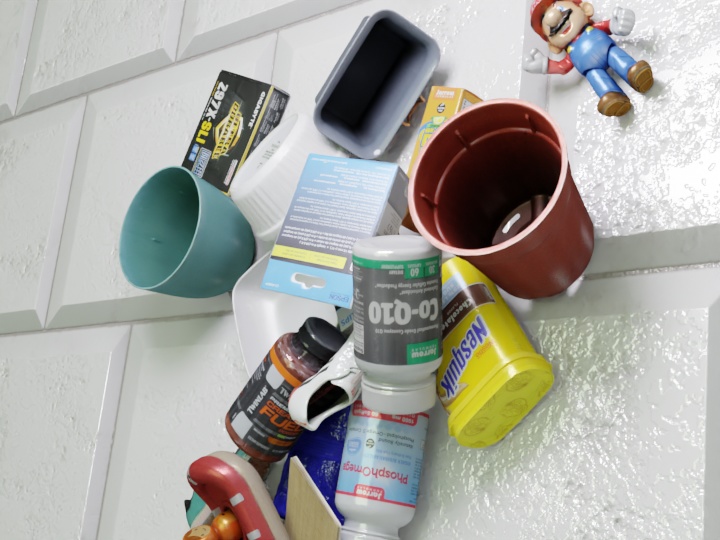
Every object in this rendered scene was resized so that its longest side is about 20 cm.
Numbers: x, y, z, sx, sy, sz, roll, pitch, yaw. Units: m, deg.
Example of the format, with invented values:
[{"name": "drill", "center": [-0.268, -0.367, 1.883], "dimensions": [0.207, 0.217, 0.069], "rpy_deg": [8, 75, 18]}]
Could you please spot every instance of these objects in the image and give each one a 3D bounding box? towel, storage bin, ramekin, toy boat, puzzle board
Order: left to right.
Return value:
[{"name": "toy boat", "center": [-0.188, 0.355, 1.506], "dimensions": [0.202, 0.129, 0.131], "rpy_deg": [61, 150, 9]}, {"name": "ramekin", "center": [-0.113, -0.148, 1.655], "dimensions": [0.202, 0.094, 0.203], "rpy_deg": [-43, 18, 18]}, {"name": "puzzle board", "center": [-0.065, 0.373, 1.459], "dimensions": [0.151, 0.017, 0.203], "rpy_deg": [45, 136, 51]}, {"name": "towel", "center": [-0.052, 0.265, 1.539], "dimensions": [0.146, 0.049, 0.204], "rpy_deg": [5, 78, 44]}, {"name": "storage bin", "center": [0.020, -0.283, 1.631], "dimensions": [0.202, 0.144, 0.135], "rpy_deg": [-57, 20, 11]}]

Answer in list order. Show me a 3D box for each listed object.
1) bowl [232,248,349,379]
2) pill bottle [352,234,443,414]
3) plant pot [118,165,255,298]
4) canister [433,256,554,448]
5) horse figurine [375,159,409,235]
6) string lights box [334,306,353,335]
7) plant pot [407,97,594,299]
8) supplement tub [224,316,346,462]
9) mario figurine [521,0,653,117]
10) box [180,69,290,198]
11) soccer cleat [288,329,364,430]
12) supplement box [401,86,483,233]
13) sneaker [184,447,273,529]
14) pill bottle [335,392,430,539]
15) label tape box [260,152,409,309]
[{"name": "bowl", "center": [-0.093, 0.061, 1.635], "dimensions": [0.199, 0.074, 0.202], "rpy_deg": [-37, 53, 28]}, {"name": "pill bottle", "center": [0.046, 0.065, 1.339], "dimensions": [0.112, 0.112, 0.204], "rpy_deg": [9, 106, 43]}, {"name": "plant pot", "center": [-0.267, -0.047, 1.772], "dimensions": [0.198, 0.160, 0.204], "rpy_deg": [-17, 63, 38]}, {"name": "canister", "center": [0.142, 0.100, 1.393], "dimensions": [0.149, 0.086, 0.201], "rpy_deg": [-51, 46, 26]}, {"name": "horse figurine", "center": [0.020, -0.073, 1.494], "dimensions": [0.130, 0.050, 0.203], "rpy_deg": [7, 65, 24]}, {"name": "string lights box", "center": [0.000, 0.000, 1.552], "dimensions": [0.059, 0.102, 0.203], "rpy_deg": [-34, 54, 26]}, {"name": "plant pot", "center": [0.187, -0.069, 1.325], "dimensions": [0.198, 0.195, 0.204], "rpy_deg": [-14, 59, 25]}, {"name": "supplement tub", "center": [-0.098, 0.161, 1.507], "dimensions": [0.201, 0.106, 0.107], "rpy_deg": [-55, 47, 21]}, {"name": "mario figurine", "center": [0.279, -0.290, 1.399], "dimensions": [0.122, 0.107, 0.201], "rpy_deg": [-29, 58, -11]}, {"name": "box", "center": [-0.219, -0.232, 1.877], "dimensions": [0.159, 0.049, 0.203], "rpy_deg": [24, 92, 46]}, {"name": "soccer cleat", "center": [-0.011, 0.129, 1.411], "dimensions": [0.199, 0.069, 0.085], "rpy_deg": [-41, 19, -5]}, {"name": "supplement box", "center": [0.112, -0.153, 1.532], "dimensions": [0.066, 0.068, 0.203], "rpy_deg": [10, 80, 43]}, {"name": "sneaker", "center": [-0.206, 0.313, 1.645], "dimensions": [0.201, 0.071, 0.080], "rpy_deg": [-52, 52, 17]}, {"name": "pill bottle", "center": [0.025, 0.265, 1.426], "dimensions": [0.107, 0.108, 0.204], "rpy_deg": [-1, 74, 41]}, {"name": "label tape box", "center": [-0.030, -0.046, 1.438], "dimensions": [0.141, 0.066, 0.203], "rpy_deg": [10, 73, 29]}]
